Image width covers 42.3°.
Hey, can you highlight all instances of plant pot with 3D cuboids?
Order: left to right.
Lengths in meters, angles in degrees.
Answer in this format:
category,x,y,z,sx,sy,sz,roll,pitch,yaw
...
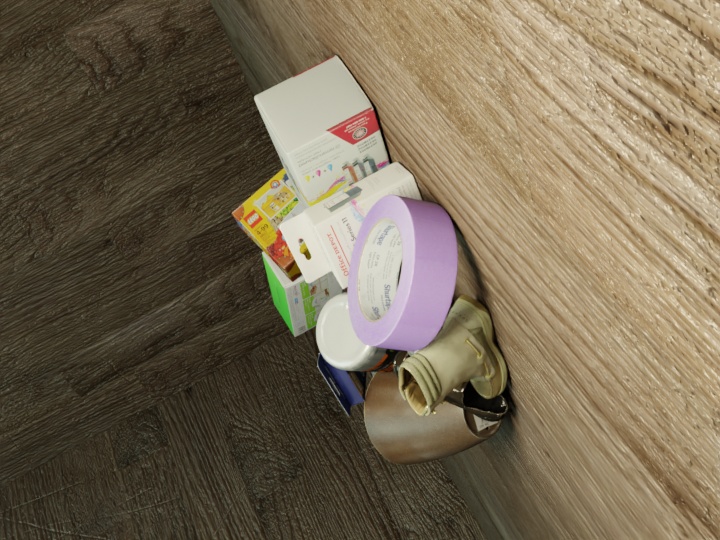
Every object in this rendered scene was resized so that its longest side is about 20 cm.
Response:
category,x,y,z,sx,sy,sz,roll,pitch,yaw
plant pot,0.139,0.236,1.564,0.199,0.187,0.188,-12,109,52

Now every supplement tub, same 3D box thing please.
category,x,y,z,sx,sy,sz,roll,pitch,yaw
supplement tub,0.031,0.102,1.496,0.199,0.122,0.123,10,-136,-53

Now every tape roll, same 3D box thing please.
category,x,y,z,sx,sy,sz,roll,pitch,yaw
tape roll,0.052,0.004,1.233,0.200,0.065,0.202,-171,90,-67

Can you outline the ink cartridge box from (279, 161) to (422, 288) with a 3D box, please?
category,x,y,z,sx,sy,sz,roll,pitch,yaw
ink cartridge box,-0.003,-0.056,1.341,0.118,0.199,0.067,64,175,-30

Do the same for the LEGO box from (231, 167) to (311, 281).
category,x,y,z,sx,sy,sz,roll,pitch,yaw
LEGO box,-0.101,-0.105,1.653,0.149,0.200,0.077,45,170,18

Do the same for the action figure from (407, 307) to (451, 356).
category,x,y,z,sx,sy,sz,roll,pitch,yaw
action figure,0.100,0.077,1.407,0.130,0.069,0.200,48,-157,-13

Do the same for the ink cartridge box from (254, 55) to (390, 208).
category,x,y,z,sx,sy,sz,roll,pitch,yaw
ink cartridge box,-0.048,-0.188,1.423,0.145,0.145,0.200,58,175,36

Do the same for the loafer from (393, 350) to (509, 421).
category,x,y,z,sx,sy,sz,roll,pitch,yaw
loafer,0.147,0.169,1.425,0.199,0.073,0.071,23,170,-6

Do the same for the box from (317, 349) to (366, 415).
category,x,y,z,sx,sy,sz,roll,pitch,yaw
box,-0.028,0.149,1.619,0.122,0.032,0.200,61,-163,-25

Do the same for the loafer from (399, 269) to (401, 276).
category,x,y,z,sx,sy,sz,roll,pitch,yaw
loafer,0.070,0.023,1.675,0.063,0.072,0.201,23,-135,-38

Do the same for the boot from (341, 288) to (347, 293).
category,x,y,z,sx,sy,sz,roll,pitch,yaw
boot,0.000,0.000,1.586,0.167,0.072,0.201,91,-175,-52

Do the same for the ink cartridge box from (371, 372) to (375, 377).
category,x,y,z,sx,sy,sz,roll,pitch,yaw
ink cartridge box,0.073,0.112,1.725,0.200,0.050,0.109,-55,-44,-45

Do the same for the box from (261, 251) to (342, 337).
category,x,y,z,sx,sy,sz,roll,pitch,yaw
box,-0.079,0.011,1.769,0.097,0.176,0.200,54,166,27

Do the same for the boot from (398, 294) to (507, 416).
category,x,y,z,sx,sy,sz,roll,pitch,yaw
boot,0.129,0.149,1.306,0.072,0.155,0.201,27,151,38
